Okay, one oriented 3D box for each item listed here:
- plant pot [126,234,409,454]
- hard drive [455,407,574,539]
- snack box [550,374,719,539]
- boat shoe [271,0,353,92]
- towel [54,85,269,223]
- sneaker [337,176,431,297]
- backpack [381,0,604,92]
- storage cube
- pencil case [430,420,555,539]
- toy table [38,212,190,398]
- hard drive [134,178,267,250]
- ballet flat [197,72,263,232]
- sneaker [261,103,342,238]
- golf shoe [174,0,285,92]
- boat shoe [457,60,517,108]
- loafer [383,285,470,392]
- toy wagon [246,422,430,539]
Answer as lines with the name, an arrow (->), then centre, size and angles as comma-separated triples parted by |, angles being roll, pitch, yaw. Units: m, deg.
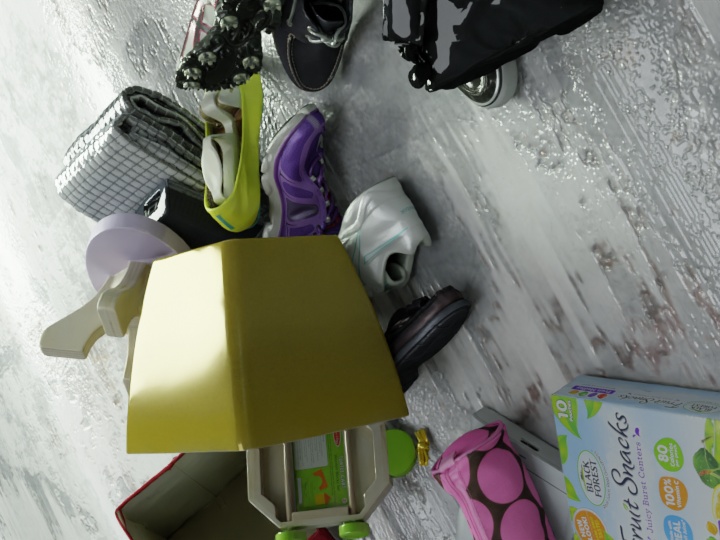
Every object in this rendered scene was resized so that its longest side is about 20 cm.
plant pot -> -0.097, 0.065, 1.007 | 0.198, 0.198, 0.180 | -10, 86, 47
hard drive -> 0.151, 0.248, 1.038 | 0.131, 0.026, 0.203 | 28, 127, 37
snack box -> 0.255, 0.168, 0.863 | 0.198, 0.053, 0.145 | 4, 109, 48
boat shoe -> -0.041, -0.231, 0.967 | 0.202, 0.071, 0.063 | 98, 163, -49
towel -> -0.212, -0.101, 1.179 | 0.165, 0.198, 0.087 | -30, 40, 44
sneaker -> 0.000, 0.000, 1.062 | 0.081, 0.070, 0.201 | 51, 137, 14
backpack -> 0.076, -0.252, 0.798 | 0.165, 0.126, 0.203 | -24, 89, 12
storage cube -> -0.143, 0.304, 1.232 | 0.200, 0.170, 0.180 | 46, 171, 22
pencil case -> 0.131, 0.243, 0.967 | 0.090, 0.093, 0.203 | -30, 83, 50
toy table -> -0.236, 0.046, 1.141 | 0.180, 0.119, 0.201 | -1, 144, 14
hard drive -> -0.198, -0.015, 1.186 | 0.200, 0.133, 0.043 | -42, 32, 49
ballet flat -> -0.135, -0.140, 1.096 | 0.066, 0.067, 0.204 | -14, 71, 32
sneaker -> -0.048, -0.076, 1.093 | 0.083, 0.081, 0.202 | 25, 135, 23
golf shoe -> -0.123, -0.238, 1.005 | 0.200, 0.076, 0.090 | -41, 55, 55
boat shoe -> 0.056, -0.217, 0.901 | 0.202, 0.063, 0.071 | 58, 140, 12
loafer -> 0.038, 0.069, 1.053 | 0.063, 0.071, 0.201 | 56, 142, 19
toy wagon -> -0.022, 0.203, 1.131 | 0.040, 0.196, 0.158 | 64, -161, -66
